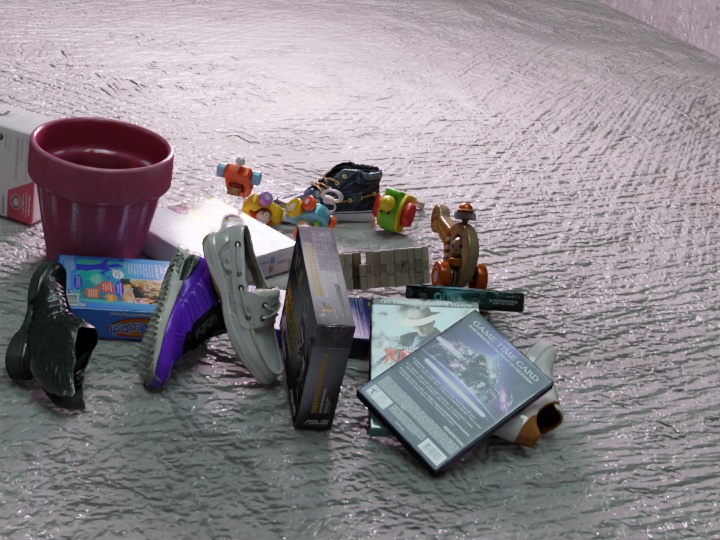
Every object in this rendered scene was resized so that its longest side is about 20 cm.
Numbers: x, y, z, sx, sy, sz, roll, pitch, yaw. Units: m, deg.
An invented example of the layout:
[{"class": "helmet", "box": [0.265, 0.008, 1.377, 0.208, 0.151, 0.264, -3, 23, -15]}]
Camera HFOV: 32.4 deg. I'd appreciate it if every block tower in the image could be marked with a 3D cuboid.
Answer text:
[{"class": "block tower", "box": [0.000, 0.000, 1.755, 0.197, 0.055, 0.058, -4, 1, 5]}]

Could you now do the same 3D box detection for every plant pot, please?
[{"class": "plant pot", "box": [-0.365, -0.095, 1.722, 0.197, 0.181, 0.201, 9, 24, -4]}]

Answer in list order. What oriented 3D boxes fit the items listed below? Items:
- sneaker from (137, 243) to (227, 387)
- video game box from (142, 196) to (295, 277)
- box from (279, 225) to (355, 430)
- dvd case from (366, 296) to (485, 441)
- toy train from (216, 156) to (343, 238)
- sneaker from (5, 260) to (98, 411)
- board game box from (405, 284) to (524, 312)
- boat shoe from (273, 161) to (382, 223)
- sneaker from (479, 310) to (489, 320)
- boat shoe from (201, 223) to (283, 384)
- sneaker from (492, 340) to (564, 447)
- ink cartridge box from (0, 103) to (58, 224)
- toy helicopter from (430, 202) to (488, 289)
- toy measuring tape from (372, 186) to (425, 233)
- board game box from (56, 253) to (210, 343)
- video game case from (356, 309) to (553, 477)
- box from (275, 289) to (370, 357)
[{"class": "sneaker", "box": [-0.207, 0.063, 1.532, 0.099, 0.070, 0.202, 23, 52, -15]}, {"class": "video game box", "box": [-0.220, -0.042, 1.833, 0.199, 0.047, 0.181, 29, 32, 33]}, {"class": "box", "box": [-0.056, 0.067, 1.500, 0.048, 0.160, 0.201, 3, 36, -13]}, {"class": "dvd case", "box": [0.081, 0.119, 1.535, 0.144, 0.022, 0.202, 3, 49, -1]}, {"class": "toy train", "box": [-0.130, -0.100, 1.914, 0.197, 0.151, 0.056, 15, 63, 1]}, {"class": "sneaker", "box": [-0.351, 0.073, 1.464, 0.103, 0.060, 0.202, -1, 50, 14]}, {"class": "board game box", "box": [0.142, 0.038, 1.733, 0.133, 0.029, 0.200, 4, 0, -7]}, {"class": "boat shoe", "box": [-0.057, -0.132, 2.038, 0.198, 0.092, 0.071, -4, 28, -29]}, {"class": "sneaker", "box": [0.116, 0.101, 1.640, 0.076, 0.079, 0.200, 15, 25, 20]}, {"class": "boat shoe", "box": [-0.131, 0.040, 1.528, 0.069, 0.202, 0.071, -20, 2, 19]}, {"class": "sneaker", "box": [0.224, 0.163, 1.571, 0.084, 0.073, 0.200, 27, 36, 13]}, {"class": "ink cartridge box", "box": [-0.550, -0.171, 1.844, 0.198, 0.147, 0.085, 17, 26, 14]}, {"class": "toy helicopter", "box": [0.143, -0.057, 1.915, 0.078, 0.134, 0.200, 4, 25, -15]}, {"class": "toy measuring tape", "box": [0.066, -0.096, 2.077, 0.073, 0.074, 0.200, 19, 3, 16]}, {"class": "board game box", "box": [-0.301, 0.036, 1.632, 0.197, 0.046, 0.152, 4, 26, -15]}, {"class": "video game case", "box": [0.115, 0.143, 1.492, 0.199, 0.019, 0.143, -31, 59, -27]}, {"class": "box", "box": [-0.058, 0.070, 1.679, 0.197, 0.033, 0.121, 6, 26, -8]}]
